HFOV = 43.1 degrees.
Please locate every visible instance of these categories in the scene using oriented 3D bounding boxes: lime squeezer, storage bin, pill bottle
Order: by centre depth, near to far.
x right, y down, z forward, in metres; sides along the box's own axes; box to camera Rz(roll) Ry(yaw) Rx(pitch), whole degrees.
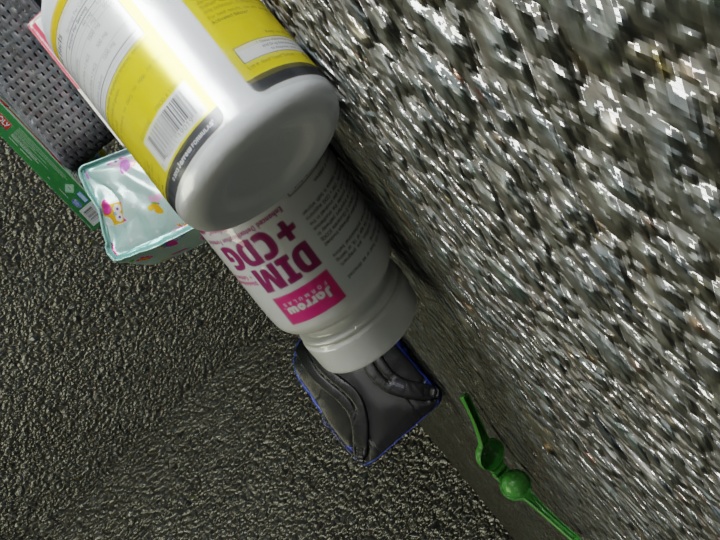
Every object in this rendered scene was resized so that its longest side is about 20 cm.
[{"bbox_3d":[-0.110,-0.130,0.520,0.201,0.111,0.112,51,175,13],"label":"pill bottle"},{"bbox_3d":[-0.046,-0.027,0.677,0.201,0.113,0.113,53,175,-25],"label":"pill bottle"},{"bbox_3d":[-0.334,-0.228,1.002,0.201,0.093,0.136,53,-169,-17],"label":"storage bin"},{"bbox_3d":[0.168,0.219,1.012,0.201,0.038,0.071,53,144,3],"label":"lime squeezer"}]

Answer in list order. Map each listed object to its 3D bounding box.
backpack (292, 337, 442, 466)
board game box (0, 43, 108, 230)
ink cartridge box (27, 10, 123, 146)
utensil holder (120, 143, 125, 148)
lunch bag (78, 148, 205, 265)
[{"bbox_3d":[-0.001,0.154,1.313,0.201,0.162,0.168,50,179,6],"label":"backpack"},{"bbox_3d":[-0.351,-0.152,1.024,0.201,0.029,0.135,50,-167,-25],"label":"board game box"},{"bbox_3d":[-0.238,-0.226,0.949,0.147,0.084,0.200,53,-171,-15],"label":"ink cartridge box"},{"bbox_3d":[-0.320,-0.207,1.643,0.201,0.169,0.170,54,174,-18],"label":"utensil holder"},{"bbox_3d":[-0.170,-0.085,0.961,0.170,0.196,0.124,158,91,-87],"label":"lunch bag"}]
